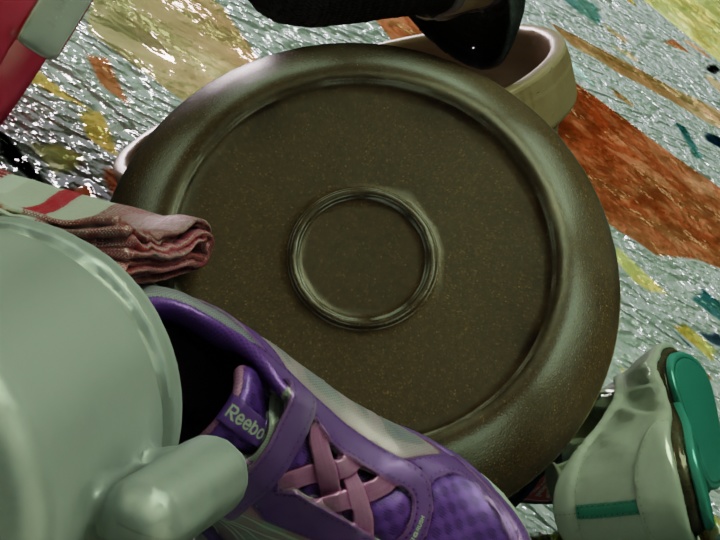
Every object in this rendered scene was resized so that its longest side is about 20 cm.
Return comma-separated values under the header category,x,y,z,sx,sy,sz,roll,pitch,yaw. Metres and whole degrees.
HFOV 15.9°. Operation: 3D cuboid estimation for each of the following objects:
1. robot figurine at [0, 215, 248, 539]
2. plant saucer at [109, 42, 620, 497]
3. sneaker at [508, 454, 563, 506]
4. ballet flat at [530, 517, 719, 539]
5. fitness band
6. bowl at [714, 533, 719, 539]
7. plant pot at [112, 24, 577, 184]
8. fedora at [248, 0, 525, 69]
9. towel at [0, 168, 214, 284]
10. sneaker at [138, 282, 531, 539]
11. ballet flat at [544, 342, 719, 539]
category,x,y,z,sx,sy,sz,roll,pitch,yaw
robot figurine,-0.120,0.049,0.740,0.169,0.113,0.200,16,16,12
plant saucer,0.000,0.000,0.965,0.200,0.200,0.032,41,-17,11
sneaker,0.056,0.075,1.052,0.084,0.075,0.200,40,22,-11
ballet flat,0.098,0.123,1.007,0.076,0.064,0.200,60,21,1
fitness band,-0.114,-0.139,1.058,0.037,0.200,0.144,33,0,-10
bowl,0.173,0.168,0.933,0.201,0.105,0.201,39,34,-34
plant pot,0.002,-0.032,1.108,0.201,0.200,0.093,-72,147,-70
fedora,-0.011,-0.157,1.043,0.091,0.201,0.201,-20,44,-15
towel,-0.155,-0.037,0.884,0.200,0.023,0.144,18,4,6
sneaker,-0.028,0.065,0.875,0.200,0.081,0.088,31,-14,-3
ballet flat,0.105,0.071,1.011,0.069,0.069,0.200,38,11,3
